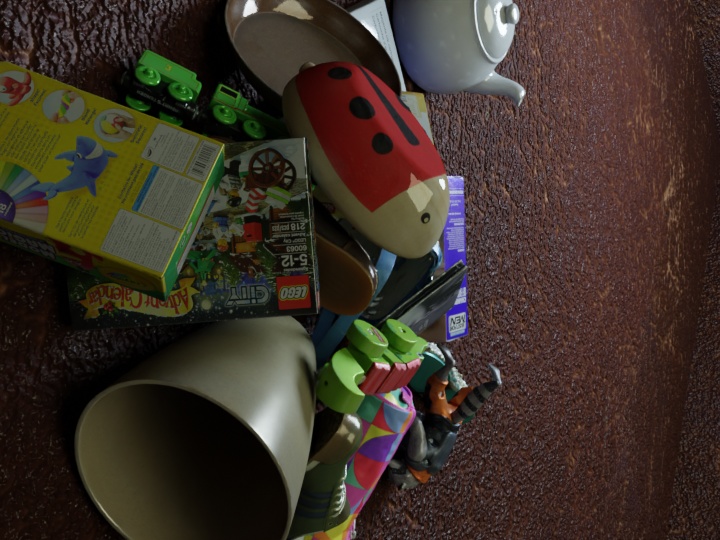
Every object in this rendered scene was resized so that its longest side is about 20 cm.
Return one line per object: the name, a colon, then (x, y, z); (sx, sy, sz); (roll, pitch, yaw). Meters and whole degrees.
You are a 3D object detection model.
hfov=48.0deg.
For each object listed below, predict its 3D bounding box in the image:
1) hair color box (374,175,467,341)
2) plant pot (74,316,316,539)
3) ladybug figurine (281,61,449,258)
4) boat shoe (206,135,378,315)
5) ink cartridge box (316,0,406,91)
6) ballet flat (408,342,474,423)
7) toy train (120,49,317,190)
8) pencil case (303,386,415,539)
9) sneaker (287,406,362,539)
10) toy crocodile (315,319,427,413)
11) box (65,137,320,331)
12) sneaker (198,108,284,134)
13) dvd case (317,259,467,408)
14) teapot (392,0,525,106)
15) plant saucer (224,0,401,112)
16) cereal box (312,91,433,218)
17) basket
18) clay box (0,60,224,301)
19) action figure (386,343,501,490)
hair color box: (0.074, -0.015, 1.029); (0.064, 0.108, 0.203); (-10, 98, -56)
plant pot: (-0.112, 0.122, 0.710); (0.200, 0.185, 0.190); (-56, 136, -59)
ladybug figurine: (0.010, -0.106, 0.698); (0.201, 0.072, 0.135); (54, 34, 7)
boat shoe: (-0.067, -0.040, 0.699); (0.200, 0.070, 0.070); (44, 18, -8)
ink cartridge box: (0.018, -0.227, 1.004); (0.200, 0.043, 0.199); (-43, 125, -46)
ballet flat: (0.104, 0.147, 1.132); (0.201, 0.071, 0.072); (55, 48, -44)
toy train: (-0.112, -0.131, 0.713); (0.198, 0.042, 0.057); (25, 40, -15)
pencil case: (-0.012, 0.205, 0.863); (0.088, 0.088, 0.202); (4, 114, -56)
sneaker: (-0.039, 0.202, 0.773); (0.089, 0.200, 0.068); (36, 39, -14)
toy crocodile: (0.017, 0.091, 0.767); (0.068, 0.062, 0.199); (-56, 158, 13)
box: (-0.134, -0.029, 0.643); (0.038, 0.197, 0.139); (-81, 166, -84)
sneaker: (-0.125, -0.084, 0.773); (0.200, 0.070, 0.094); (-47, 135, -43)
dvd case: (0.031, 0.075, 0.890); (0.199, 0.016, 0.149); (-36, 165, -11)
teapot: (0.143, -0.343, 1.097); (0.199, 0.144, 0.201); (16, 77, -54)
plant saucer: (-0.050, -0.211, 0.819); (0.198, 0.035, 0.202); (20, 45, -21)
cereal box: (0.004, -0.125, 0.832); (0.202, 0.142, 0.040); (-93, -168, -47)
basket: (0.000, 0.000, 0.861); (0.138, 0.177, 0.201); (29, 39, -12)
clay box: (-0.209, -0.068, 0.574); (0.048, 0.197, 0.116); (110, 0, -64)
action figure: (0.085, 0.195, 1.037); (0.199, 0.104, 0.195); (20, 101, -50)
